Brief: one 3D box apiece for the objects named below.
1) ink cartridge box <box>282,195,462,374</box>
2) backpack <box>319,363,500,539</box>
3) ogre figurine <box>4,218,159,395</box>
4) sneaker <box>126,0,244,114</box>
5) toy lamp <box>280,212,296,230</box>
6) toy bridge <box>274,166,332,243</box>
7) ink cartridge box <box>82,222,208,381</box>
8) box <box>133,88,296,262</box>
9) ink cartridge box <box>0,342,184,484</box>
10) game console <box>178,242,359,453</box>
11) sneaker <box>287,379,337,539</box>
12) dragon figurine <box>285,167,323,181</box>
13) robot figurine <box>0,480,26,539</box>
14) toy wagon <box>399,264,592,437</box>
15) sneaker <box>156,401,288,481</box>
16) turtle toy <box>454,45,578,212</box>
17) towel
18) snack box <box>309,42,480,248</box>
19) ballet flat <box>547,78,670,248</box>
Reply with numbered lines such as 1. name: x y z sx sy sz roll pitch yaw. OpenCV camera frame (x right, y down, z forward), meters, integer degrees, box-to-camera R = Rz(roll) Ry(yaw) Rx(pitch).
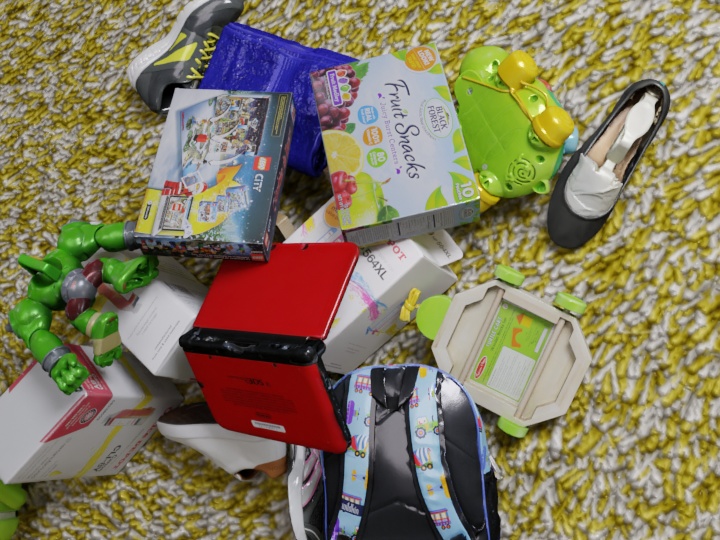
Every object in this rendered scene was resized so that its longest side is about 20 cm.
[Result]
1. ink cartridge box: 0.000 0.000 0.964 0.200 0.125 0.129 -43 66 10
2. backpack: 0.050 0.193 0.878 0.182 0.134 0.201 -6 88 19
3. ogre figurine: -0.297 0.019 0.926 0.119 0.098 0.201 21 91 19
4. sneaker: -0.221 -0.286 1.157 0.200 0.074 0.085 -38 73 21
5. toy lamp: -0.123 -0.080 1.065 0.058 0.058 0.200 -49 58 7
6. toy bridge: -0.018 -0.094 1.008 0.200 0.067 0.027 -44 35 -21
7. ink cartridge box: -0.244 0.041 1.041 0.200 0.145 0.084 38 96 26
8. box: -0.151 -0.106 0.932 0.136 0.038 0.201 4 60 6
9. ink cartridge box: -0.325 0.170 1.027 0.145 0.200 0.083 -47 69 8
10. game console: -0.077 0.074 0.888 0.199 0.119 0.173 1 119 43
11. sneaker: -0.037 0.216 0.964 0.086 0.080 0.201 -4 87 1
12. dragon figurine: -0.077 -0.170 1.069 0.199 0.059 0.100 -13 74 22
13. robot figurine: -0.501 0.277 1.124 0.175 0.116 0.201 -11 76 30
14. toy wagon: 0.138 0.073 0.910 0.199 0.040 0.156 26 101 14
15. sneaker: -0.165 0.206 1.016 0.199 0.073 0.085 1 108 41
16. turtle toy: 0.159 -0.164 0.943 0.146 0.101 0.201 -42 62 36
17. towel: -0.105 -0.210 1.029 0.199 0.050 0.148 23 86 24
18. snack box: 0.034 -0.131 0.900 0.141 0.053 0.201 -13 63 1
19. ballet flat: 0.257 -0.116 0.905 0.068 0.068 0.201 29 92 6
